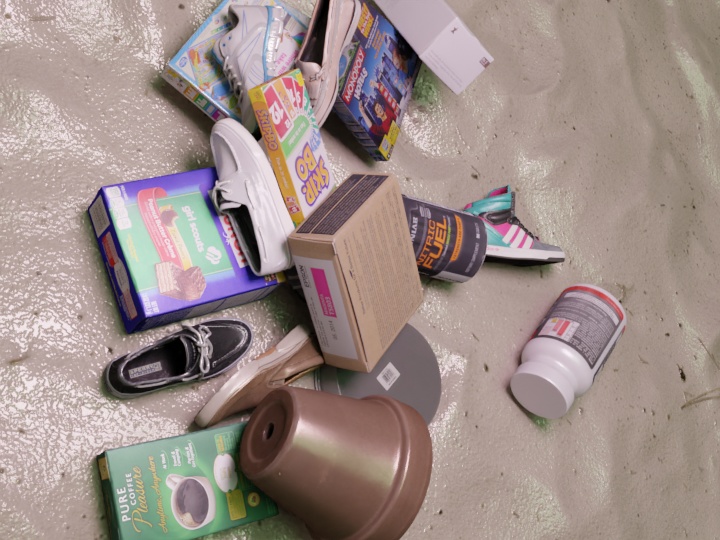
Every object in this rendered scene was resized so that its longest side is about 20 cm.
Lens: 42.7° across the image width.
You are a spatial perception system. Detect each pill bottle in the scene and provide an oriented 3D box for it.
[{"bbox_3d":[0.317,0.123,1.409,0.116,0.116,0.200,49,56,-10],"label":"pill bottle"},{"bbox_3d":[0.075,-0.050,1.318,0.199,0.106,0.107,12,68,-28],"label":"pill bottle"}]

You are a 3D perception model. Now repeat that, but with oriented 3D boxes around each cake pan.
[{"bbox_3d":[0.032,0.150,1.267,0.199,0.037,0.202,10,69,-29],"label":"cake pan"}]

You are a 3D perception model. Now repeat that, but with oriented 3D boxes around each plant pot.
[{"bbox_3d":[-0.043,0.219,1.086,0.174,0.200,0.201,31,60,-29],"label":"plant pot"}]

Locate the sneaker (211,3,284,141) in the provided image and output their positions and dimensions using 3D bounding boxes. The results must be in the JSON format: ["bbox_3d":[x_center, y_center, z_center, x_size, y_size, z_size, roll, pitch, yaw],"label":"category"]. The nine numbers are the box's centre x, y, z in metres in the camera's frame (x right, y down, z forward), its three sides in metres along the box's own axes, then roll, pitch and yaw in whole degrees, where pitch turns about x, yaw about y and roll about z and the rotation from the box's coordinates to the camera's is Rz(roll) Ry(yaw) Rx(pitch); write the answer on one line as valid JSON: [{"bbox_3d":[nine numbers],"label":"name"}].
[{"bbox_3d":[-0.150,-0.255,1.177,0.086,0.075,0.201,8,67,-14],"label":"sneaker"}]

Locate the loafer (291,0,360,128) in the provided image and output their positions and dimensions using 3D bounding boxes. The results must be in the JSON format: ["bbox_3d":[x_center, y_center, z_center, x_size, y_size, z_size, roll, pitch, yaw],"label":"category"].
[{"bbox_3d":[-0.062,-0.283,1.227,0.063,0.072,0.201,22,87,-55],"label":"loafer"}]

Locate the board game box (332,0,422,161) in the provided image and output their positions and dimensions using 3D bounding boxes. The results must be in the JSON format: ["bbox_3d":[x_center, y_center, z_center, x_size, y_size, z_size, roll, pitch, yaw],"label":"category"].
[{"bbox_3d":[-0.001,-0.295,1.326,0.200,0.061,0.201,47,52,-44],"label":"board game box"}]

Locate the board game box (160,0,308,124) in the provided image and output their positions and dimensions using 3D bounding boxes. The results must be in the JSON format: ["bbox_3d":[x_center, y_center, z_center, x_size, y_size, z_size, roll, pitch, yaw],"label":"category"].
[{"bbox_3d":[-0.157,-0.288,1.237,0.134,0.034,0.200,40,58,-14],"label":"board game box"}]

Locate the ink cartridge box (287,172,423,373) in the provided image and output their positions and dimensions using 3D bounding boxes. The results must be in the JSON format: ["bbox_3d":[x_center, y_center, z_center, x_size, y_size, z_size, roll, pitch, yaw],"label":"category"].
[{"bbox_3d":[0.000,0.000,1.174,0.165,0.075,0.201,-47,134,-43],"label":"ink cartridge box"}]

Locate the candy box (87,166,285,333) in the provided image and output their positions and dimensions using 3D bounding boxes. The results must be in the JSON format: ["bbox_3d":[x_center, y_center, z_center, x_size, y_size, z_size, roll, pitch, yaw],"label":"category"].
[{"bbox_3d":[-0.213,-0.032,1.146,0.199,0.077,0.170,-15,81,-36],"label":"candy box"}]

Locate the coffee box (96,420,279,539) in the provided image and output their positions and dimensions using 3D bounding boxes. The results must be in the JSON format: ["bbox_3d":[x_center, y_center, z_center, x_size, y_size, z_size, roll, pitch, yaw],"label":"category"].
[{"bbox_3d":[-0.201,0.253,1.081,0.199,0.044,0.124,-8,79,-35],"label":"coffee box"}]

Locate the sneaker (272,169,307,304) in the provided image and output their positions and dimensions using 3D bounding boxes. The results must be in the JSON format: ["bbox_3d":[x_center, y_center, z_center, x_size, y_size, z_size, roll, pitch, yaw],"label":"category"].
[{"bbox_3d":[-0.072,-0.058,1.251,0.116,0.075,0.201,-77,151,-64],"label":"sneaker"}]

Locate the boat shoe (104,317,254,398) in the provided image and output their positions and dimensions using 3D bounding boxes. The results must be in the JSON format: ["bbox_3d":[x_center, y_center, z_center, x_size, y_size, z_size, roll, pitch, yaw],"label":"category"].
[{"bbox_3d":[-0.208,0.099,1.112,0.198,0.068,0.074,-12,81,-35],"label":"boat shoe"}]

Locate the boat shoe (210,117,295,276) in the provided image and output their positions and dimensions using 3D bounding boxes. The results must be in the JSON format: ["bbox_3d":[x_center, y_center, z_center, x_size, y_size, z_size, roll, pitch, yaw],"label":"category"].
[{"bbox_3d":[-0.144,-0.087,1.127,0.068,0.072,0.201,-25,96,-38],"label":"boat shoe"}]

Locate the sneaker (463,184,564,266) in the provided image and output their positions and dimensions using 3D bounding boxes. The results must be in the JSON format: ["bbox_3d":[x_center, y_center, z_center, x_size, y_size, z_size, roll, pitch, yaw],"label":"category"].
[{"bbox_3d":[0.237,-0.072,1.446,0.199,0.083,0.122,6,81,-30],"label":"sneaker"}]

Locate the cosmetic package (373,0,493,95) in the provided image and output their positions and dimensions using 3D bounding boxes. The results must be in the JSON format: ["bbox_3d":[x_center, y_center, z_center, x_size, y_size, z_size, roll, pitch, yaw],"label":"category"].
[{"bbox_3d":[0.104,-0.367,1.379,0.113,0.081,0.200,34,21,-43],"label":"cosmetic package"}]

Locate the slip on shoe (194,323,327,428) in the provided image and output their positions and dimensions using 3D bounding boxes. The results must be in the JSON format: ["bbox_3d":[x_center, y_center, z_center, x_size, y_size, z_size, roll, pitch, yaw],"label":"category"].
[{"bbox_3d":[-0.120,0.142,1.152,0.061,0.076,0.200,49,47,4],"label":"slip on shoe"}]

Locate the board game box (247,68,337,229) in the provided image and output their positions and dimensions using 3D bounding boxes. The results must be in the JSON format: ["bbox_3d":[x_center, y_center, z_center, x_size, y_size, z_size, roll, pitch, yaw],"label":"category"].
[{"bbox_3d":[-0.077,-0.142,1.149,0.096,0.030,0.201,-44,124,-54],"label":"board game box"}]

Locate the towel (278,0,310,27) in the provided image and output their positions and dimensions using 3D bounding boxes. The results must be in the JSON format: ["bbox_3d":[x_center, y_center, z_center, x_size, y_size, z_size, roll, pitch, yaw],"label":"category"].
[{"bbox_3d":[-0.123,-0.296,1.307,0.171,0.048,0.201,28,62,-23],"label":"towel"}]
